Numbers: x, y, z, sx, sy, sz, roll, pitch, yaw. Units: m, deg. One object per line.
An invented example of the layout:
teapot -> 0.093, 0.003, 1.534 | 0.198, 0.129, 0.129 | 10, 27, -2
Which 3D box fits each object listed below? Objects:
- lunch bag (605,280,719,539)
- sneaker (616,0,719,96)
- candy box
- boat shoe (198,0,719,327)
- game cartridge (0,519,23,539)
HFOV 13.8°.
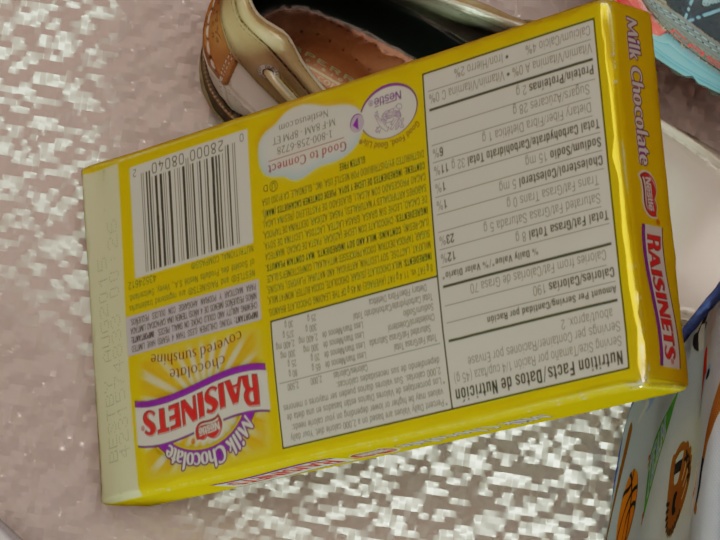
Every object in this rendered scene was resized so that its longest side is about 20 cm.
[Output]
lunch bag -> 0.110, 0.079, 0.790 | 0.075, 0.200, 0.161 | 7, 77, -4
sneaker -> 0.090, -0.134, 0.836 | 0.079, 0.096, 0.201 | -30, 82, -8
candy box -> 0.000, 0.000, 0.819 | 0.026, 0.199, 0.103 | 6, 74, -48
boat shoe -> 0.044, -0.032, 0.875 | 0.199, 0.068, 0.075 | 23, 78, 0
game cartridge -> -0.104, 0.174, 0.838 | 0.133, 0.041, 0.201 | -28, 82, -6
